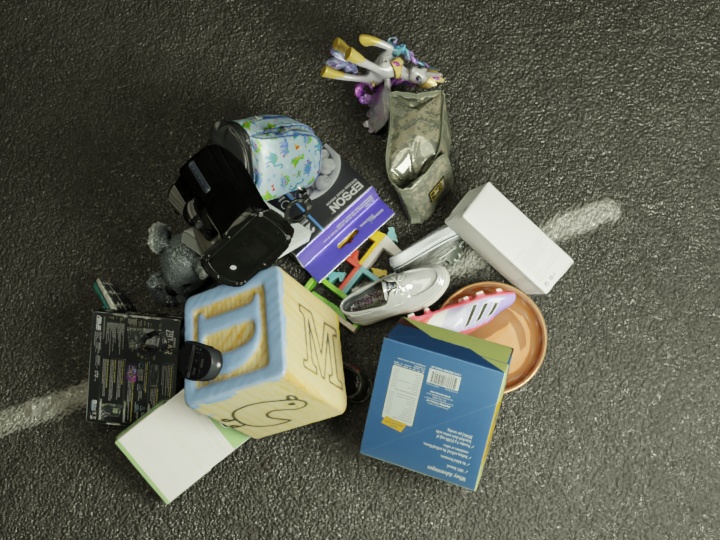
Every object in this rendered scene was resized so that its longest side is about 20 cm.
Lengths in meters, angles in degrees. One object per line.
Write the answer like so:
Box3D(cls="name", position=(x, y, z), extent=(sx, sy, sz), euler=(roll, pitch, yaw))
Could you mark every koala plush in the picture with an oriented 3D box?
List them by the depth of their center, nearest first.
Box3D(cls="koala plush", position=(-0.297, -0.009, 1.475), extent=(0.177, 0.200, 0.184), euler=(32, 79, 17))

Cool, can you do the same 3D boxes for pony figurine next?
Box3D(cls="pony figurine", position=(0.033, -0.362, 1.530), extent=(0.199, 0.193, 0.168), euler=(14, 78, -27))

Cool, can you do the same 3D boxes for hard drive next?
Box3D(cls="hard drive", position=(-0.195, -0.059, 1.437), extent=(0.131, 0.026, 0.200), euler=(33, 35, 17))

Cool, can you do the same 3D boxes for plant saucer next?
Box3D(cls="plant saucer", position=(0.224, 0.120, 1.439), extent=(0.198, 0.037, 0.202), euler=(-3, 71, 8))

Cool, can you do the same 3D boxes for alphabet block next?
Box3D(cls="alphabet block", position=(-0.155, 0.139, 1.353), extent=(0.194, 0.200, 0.198), euler=(-18, 57, 22))

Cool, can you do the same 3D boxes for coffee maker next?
Box3D(cls="coffee maker", position=(-0.194, -0.102, 1.318), extent=(0.191, 0.135, 0.200), euler=(-26, 50, -11))

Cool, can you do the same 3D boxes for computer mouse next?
Box3D(cls="computer mouse", position=(-0.281, 0.132, 1.290), extent=(0.199, 0.034, 0.059), euler=(12, 89, 40))

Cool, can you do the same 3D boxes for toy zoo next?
Box3D(cls="toy zoo", position=(0.000, 0.000, 1.520), extent=(0.131, 0.020, 0.200), euler=(35, 80, 17))

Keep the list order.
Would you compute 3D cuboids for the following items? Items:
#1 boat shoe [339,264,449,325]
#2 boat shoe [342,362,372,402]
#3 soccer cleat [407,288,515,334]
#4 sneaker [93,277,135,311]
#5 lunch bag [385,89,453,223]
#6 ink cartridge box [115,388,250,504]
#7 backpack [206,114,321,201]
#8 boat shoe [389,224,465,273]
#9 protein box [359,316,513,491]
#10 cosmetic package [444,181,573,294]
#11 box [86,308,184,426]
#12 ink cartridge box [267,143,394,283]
Box3D(cls="boat shoe", position=(0.055, 0.037, 1.425), extent=(0.199, 0.068, 0.073), euler=(-17, 68, 23))
Box3D(cls="boat shoe", position=(-0.078, 0.179, 1.451), extent=(0.200, 0.063, 0.074), euler=(15, 78, 20))
Box3D(cls="soccer cleat", position=(0.173, 0.086, 1.410), extent=(0.198, 0.067, 0.077), euler=(-17, 86, 4))
Box3D(cls="sneaker", position=(-0.460, 0.103, 1.534), extent=(0.079, 0.077, 0.201), euler=(-30, 70, 8))
Box3D(cls="lunch bag", position=(0.107, -0.199, 1.491), extent=(0.116, 0.164, 0.202), euler=(1, 73, 12))
Box3D(cls="ink cartridge box", position=(-0.302, 0.285, 1.432), extent=(0.200, 0.048, 0.146), euler=(-38, 99, -6))
Box3D(cls="backpack", position=(-0.165, -0.204, 1.492), extent=(0.153, 0.200, 0.165), euler=(15, 115, 23))
Box3D(cls="boat shoe", position=(0.149, -0.038, 1.491), extent=(0.199, 0.072, 0.071), euler=(-29, 95, -5))
Box3D(cls="protein box", position=(0.124, 0.210, 1.331), extent=(0.197, 0.135, 0.202), euler=(15, 105, 13))
Box3D(cls="cosmetic package", position=(0.251, -0.052, 1.414), extent=(0.200, 0.113, 0.081), euler=(43, 81, -8))
Box3D(cls="box", position=(-0.398, 0.175, 1.466), extent=(0.159, 0.044, 0.202), euler=(5, 95, 2))
Box3D(cls="ink cartridge box", position=(-0.071, -0.110, 1.543), extent=(0.198, 0.043, 0.200), euler=(-43, 64, -6))
